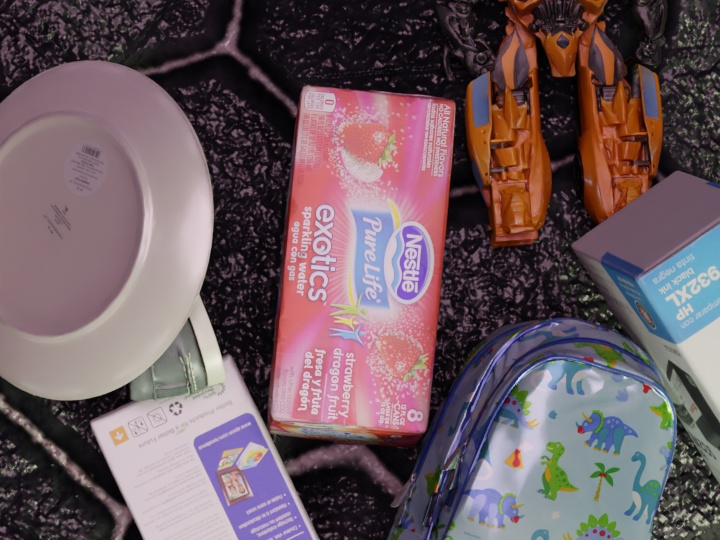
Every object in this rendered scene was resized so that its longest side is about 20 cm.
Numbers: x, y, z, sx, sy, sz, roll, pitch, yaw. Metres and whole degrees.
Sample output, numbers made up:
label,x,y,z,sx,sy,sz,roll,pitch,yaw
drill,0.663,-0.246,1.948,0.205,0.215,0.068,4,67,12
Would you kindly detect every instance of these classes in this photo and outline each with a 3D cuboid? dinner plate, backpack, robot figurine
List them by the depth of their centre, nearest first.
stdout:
label,x,y,z,sx,sy,sz,roll,pitch,yaw
backpack,0.106,0.126,1.514,0.162,0.154,0.201,20,74,-5
dinner plate,-0.172,-0.025,1.528,0.199,0.024,0.201,-5,81,31
robot figurine,0.122,-0.117,1.590,0.144,0.058,0.201,-4,82,-6

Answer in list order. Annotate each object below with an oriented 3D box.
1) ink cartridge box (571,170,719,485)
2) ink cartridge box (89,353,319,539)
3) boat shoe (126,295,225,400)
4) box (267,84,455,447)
label,x,y,z,sx,sy,sz,roll,pitch,yaw
ink cartridge box,0.221,0.053,1.500,0.084,0.145,0.200,-34,103,-5
ink cartridge box,-0.077,0.160,1.553,0.094,0.037,0.201,-25,81,-6
boat shoe,-0.143,-0.015,1.548,0.062,0.073,0.201,-22,74,-9
box,0.000,0.000,1.547,0.095,0.100,0.201,6,81,-1
